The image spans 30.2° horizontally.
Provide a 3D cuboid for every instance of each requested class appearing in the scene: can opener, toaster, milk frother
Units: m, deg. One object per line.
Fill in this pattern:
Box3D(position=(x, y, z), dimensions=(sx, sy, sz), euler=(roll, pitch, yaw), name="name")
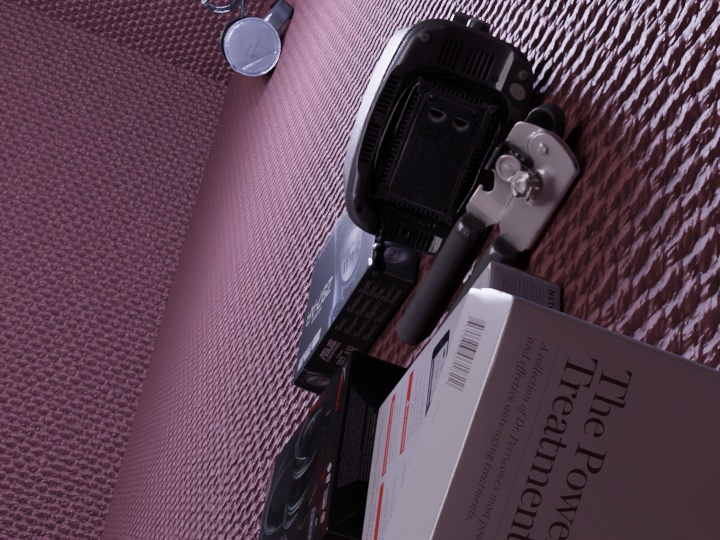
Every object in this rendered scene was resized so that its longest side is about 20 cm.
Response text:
Box3D(position=(0.090, -0.018, 0.901), dimensions=(0.066, 0.053, 0.201), euler=(-28, -27, -53), name="can opener")
Box3D(position=(0.051, -0.099, 1.024), dimensions=(0.129, 0.113, 0.201), euler=(-106, 35, -76), name="toaster")
Box3D(position=(-0.256, -0.516, 2.781), dimensions=(0.182, 0.199, 0.188), euler=(-65, 13, 6), name="milk frother")

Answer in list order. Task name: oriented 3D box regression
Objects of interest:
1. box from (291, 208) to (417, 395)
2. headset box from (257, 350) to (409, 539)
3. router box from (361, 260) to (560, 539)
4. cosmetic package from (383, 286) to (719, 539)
Box3D(position=(0.000, 0.000, 1.243), dimensions=(0.200, 0.043, 0.161), euler=(123, 162, -48), name="box")
Box3D(position=(-0.019, 0.179, 0.981), dimensions=(0.200, 0.077, 0.150), euler=(125, 160, -47), name="headset box")
Box3D(position=(0.055, 0.125, 0.802), dimensions=(0.180, 0.049, 0.201), euler=(123, 162, -48), name="router box")
Box3D(position=(0.079, 0.125, 0.463), dimensions=(0.052, 0.150, 0.202), euler=(-164, 93, -76), name="cosmetic package")
